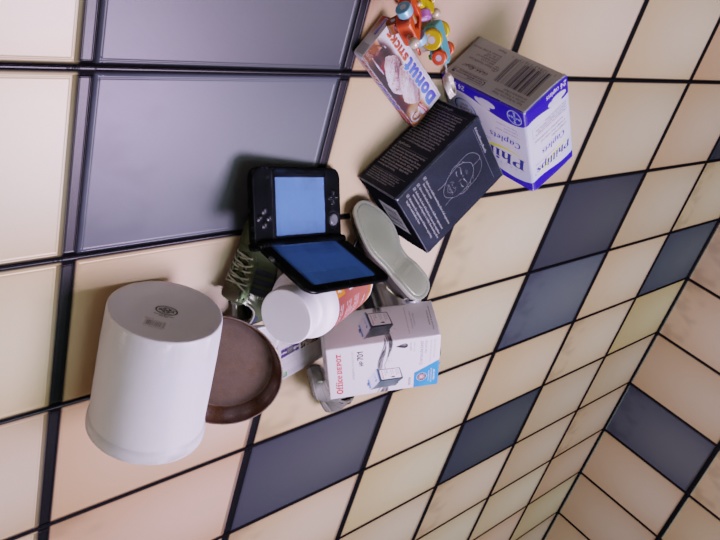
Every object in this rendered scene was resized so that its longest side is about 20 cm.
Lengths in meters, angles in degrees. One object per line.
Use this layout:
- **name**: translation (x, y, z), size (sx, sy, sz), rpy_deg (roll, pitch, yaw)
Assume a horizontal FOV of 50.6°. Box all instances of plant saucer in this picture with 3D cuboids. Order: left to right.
- **plant saucer**: translation (-0.219, 0.150, 1.186), size (0.199, 0.035, 0.201), rpy_deg (0, 116, 0)

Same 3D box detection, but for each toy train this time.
- **toy train**: translation (0.083, -0.340, 1.105), size (0.200, 0.055, 0.151), rpy_deg (42, 46, -57)

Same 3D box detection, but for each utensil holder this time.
- **utensil holder**: translation (-0.287, 0.138, 1.067), size (0.169, 0.170, 0.201), rpy_deg (-10, 125, -44)

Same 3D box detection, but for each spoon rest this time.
- **spoon rest**: translation (-0.203, 0.167, 1.252), size (0.099, 0.061, 0.200), rpy_deg (10, 124, -53)

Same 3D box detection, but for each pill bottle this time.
- **pill bottle**: translation (-0.067, 0.037, 1.180), size (0.200, 0.112, 0.113), rpy_deg (-37, 150, -60)

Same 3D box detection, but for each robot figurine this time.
- **robot figurine**: translation (0.044, 0.099, 1.452), size (0.169, 0.113, 0.200), rpy_deg (-22, 146, 11)

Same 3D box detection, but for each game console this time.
- **game console**: translation (-0.057, -0.065, 1.115), size (0.200, 0.116, 0.177), rpy_deg (-8, 99, -54)

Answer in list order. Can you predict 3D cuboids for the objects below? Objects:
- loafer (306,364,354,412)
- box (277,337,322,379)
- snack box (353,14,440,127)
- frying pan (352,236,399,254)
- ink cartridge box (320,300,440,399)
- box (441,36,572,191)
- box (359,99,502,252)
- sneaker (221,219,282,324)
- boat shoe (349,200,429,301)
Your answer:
- **loafer**: translation (-0.057, 0.222, 1.470), size (0.069, 0.070, 0.200), rpy_deg (-18, 156, 2)
- **box**: translation (-0.100, 0.092, 1.353), size (0.144, 0.036, 0.201), rpy_deg (-26, 140, -32)
- **snack box**: translation (0.061, -0.304, 1.181), size (0.072, 0.024, 0.200), rpy_deg (-53, 145, -1)
- **frying pan**: translation (0.012, 0.003, 1.364), size (0.115, 0.031, 0.191), rpy_deg (19, 92, -44)
- **ink cartridge box**: translation (0.034, 0.140, 1.337), size (0.199, 0.086, 0.147), rpy_deg (-9, 137, -5)
- **box**: translation (0.252, -0.263, 1.297), size (0.105, 0.184, 0.200), rpy_deg (-44, 145, -12)
- **box**: translation (0.123, -0.161, 1.294), size (0.200, 0.107, 0.149), rpy_deg (-45, 136, -9)
- **sneaker**: translation (-0.172, 0.014, 1.167), size (0.090, 0.067, 0.201), rpy_deg (-35, 146, -31)
- **boat shoe**: translation (0.039, -0.029, 1.314), size (0.072, 0.060, 0.202), rpy_deg (-43, 105, -29)
